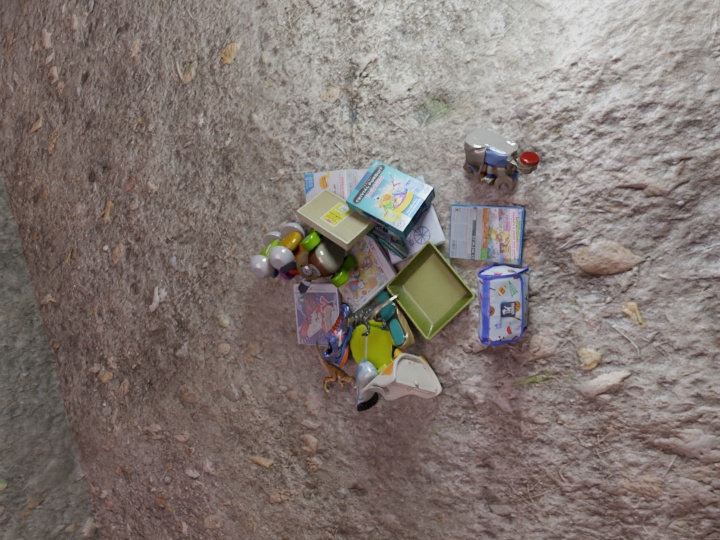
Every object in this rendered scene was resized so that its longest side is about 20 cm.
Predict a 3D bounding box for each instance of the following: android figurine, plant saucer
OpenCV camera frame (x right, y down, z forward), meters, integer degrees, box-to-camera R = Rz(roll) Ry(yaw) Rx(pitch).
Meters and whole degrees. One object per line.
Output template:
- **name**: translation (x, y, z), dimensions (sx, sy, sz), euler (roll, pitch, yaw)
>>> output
- **android figurine**: translation (0.048, 0.230, 1.672), dimensions (0.197, 0.041, 0.186), euler (6, 101, 32)
- **plant saucer**: translation (0.199, 0.055, 1.542), dimensions (0.201, 0.048, 0.200), euler (52, 120, 16)

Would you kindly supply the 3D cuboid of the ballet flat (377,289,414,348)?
- **ballet flat**: translation (0.103, 0.145, 1.604), dimensions (0.069, 0.062, 0.202), euler (-44, 46, 29)

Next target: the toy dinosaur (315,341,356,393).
- **toy dinosaur**: translation (-0.090, 0.330, 1.780), dimensions (0.199, 0.060, 0.107), euler (34, 90, 19)

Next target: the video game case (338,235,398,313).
- **video game case**: translation (0.000, 0.000, 1.667), dimensions (0.200, 0.023, 0.184), euler (-44, 67, 31)

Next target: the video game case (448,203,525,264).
- **video game case**: translation (0.328, -0.097, 1.453), dimensions (0.197, 0.018, 0.146), euler (7, 101, 32)

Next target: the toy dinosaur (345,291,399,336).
- **toy dinosaur**: translation (0.033, 0.136, 1.587), dimensions (0.198, 0.047, 0.089), euler (-26, 63, 24)

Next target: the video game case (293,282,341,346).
- **video game case**: translation (-0.136, 0.142, 1.790), dimensions (0.180, 0.023, 0.204), euler (0, 97, 33)

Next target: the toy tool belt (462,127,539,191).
- **toy tool belt**: translation (0.342, -0.261, 1.375), dimensions (0.199, 0.125, 0.124), euler (32, 145, 28)

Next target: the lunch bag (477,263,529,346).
- **lunch bag**: translation (0.345, 0.081, 1.360), dimensions (0.122, 0.199, 0.173), euler (3, 99, 32)

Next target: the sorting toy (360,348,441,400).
- **sorting toy**: translation (0.096, 0.320, 1.585), dimensions (0.179, 0.198, 0.108), euler (-39, 46, 32)

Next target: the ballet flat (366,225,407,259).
- **ballet flat**: translation (0.065, -0.108, 1.572), dimensions (0.199, 0.074, 0.075), euler (34, 114, 21)

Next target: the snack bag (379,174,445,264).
- **snack bag**: translation (0.132, -0.141, 1.572), dimensions (0.187, 0.021, 0.203), euler (-24, 82, 33)

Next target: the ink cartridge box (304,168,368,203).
- **ink cartridge box**: translation (-0.070, -0.239, 1.660), dimensions (0.197, 0.067, 0.117), euler (-1, 97, 33)

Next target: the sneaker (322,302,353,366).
- **sneaker**: translation (-0.068, 0.196, 1.692), dimensions (0.075, 0.077, 0.204), euler (-135, 53, -72)

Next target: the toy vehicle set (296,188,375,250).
- **toy vehicle set**: translation (-0.069, -0.147, 1.558), dimensions (0.199, 0.124, 0.027), euler (34, 148, 27)

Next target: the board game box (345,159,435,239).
- **board game box**: translation (0.081, -0.197, 1.515), dimensions (0.198, 0.047, 0.152), euler (30, 76, 25)

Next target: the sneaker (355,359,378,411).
- **sneaker**: translation (0.016, 0.353, 1.684), dimensions (0.073, 0.071, 0.202), euler (-119, 27, -46)

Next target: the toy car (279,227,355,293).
- **toy car**: translation (-0.144, -0.014, 1.631), dimensions (0.199, 0.158, 0.165), euler (-33, 106, 27)

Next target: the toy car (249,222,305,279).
- **toy car**: translation (-0.243, -0.041, 1.770), dimensions (0.198, 0.176, 0.150), euler (-21, 123, 33)
